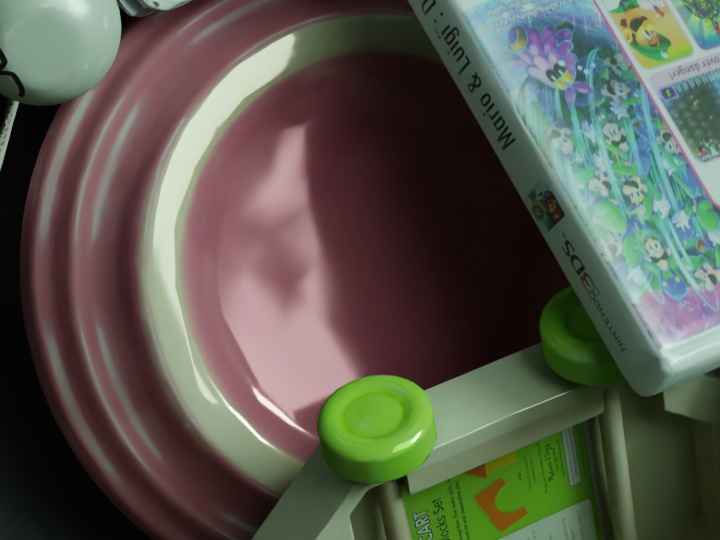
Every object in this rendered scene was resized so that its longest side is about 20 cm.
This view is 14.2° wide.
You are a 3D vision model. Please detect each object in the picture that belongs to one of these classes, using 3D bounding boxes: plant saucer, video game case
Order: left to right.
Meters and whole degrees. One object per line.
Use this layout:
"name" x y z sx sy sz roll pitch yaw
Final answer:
"plant saucer" 0.000 0.000 0.866 0.200 0.051 0.201 1 88 -19
"video game case" 0.111 -0.073 0.837 0.200 0.024 0.182 -19 73 -35

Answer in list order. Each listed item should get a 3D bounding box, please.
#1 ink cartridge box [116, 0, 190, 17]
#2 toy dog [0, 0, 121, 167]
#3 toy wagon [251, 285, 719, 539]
"ink cartridge box" -0.060 -0.178 0.897 0.146 0.200 0.085 -33 129 -8
"toy dog" -0.136 -0.079 0.862 0.096 0.200 0.132 -36 92 -5
"toy wagon" 0.023 0.087 0.832 0.200 0.155 0.040 -22 43 -12
